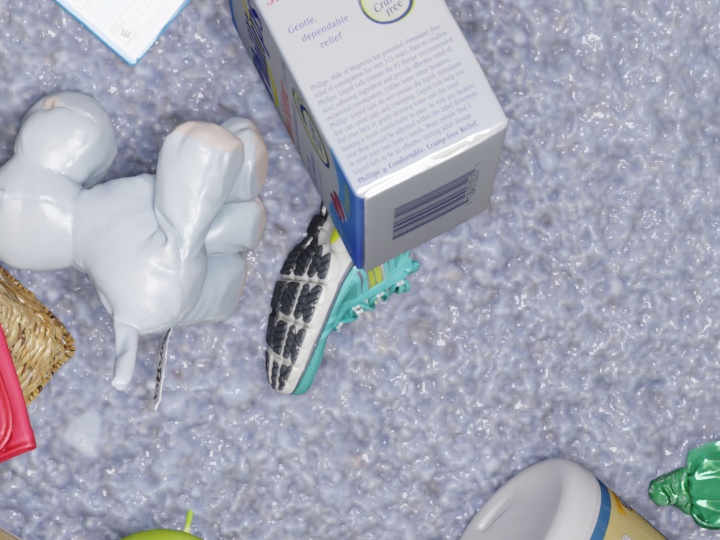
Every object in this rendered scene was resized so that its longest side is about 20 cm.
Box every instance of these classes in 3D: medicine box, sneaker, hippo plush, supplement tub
[{"bbox_3d":[-0.001,-0.126,1.285,0.103,0.182,0.201,-26,77,-6],"label":"medicine box"},{"bbox_3d":[0.000,0.000,1.403,0.079,0.077,0.201,27,94,-25],"label":"sneaker"},{"bbox_3d":[-0.163,-0.027,1.345,0.160,0.159,0.201,20,80,15],"label":"hippo plush"},{"bbox_3d":[0.170,0.244,1.450,0.200,0.145,0.145,41,90,-17],"label":"supplement tub"}]

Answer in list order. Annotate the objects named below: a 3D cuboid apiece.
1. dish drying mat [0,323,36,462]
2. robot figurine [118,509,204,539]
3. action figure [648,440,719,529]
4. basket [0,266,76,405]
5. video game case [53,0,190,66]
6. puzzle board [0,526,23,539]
[{"bbox_3d":[-0.261,0.028,1.259,0.076,0.018,0.201,-23,75,7],"label":"dish drying mat"},{"bbox_3d":[-0.142,0.261,1.369,0.115,0.176,0.201,16,104,-11],"label":"robot figurine"},{"bbox_3d":[0.308,0.149,1.509,0.199,0.055,0.119,-7,104,-4],"label":"action figure"},{"bbox_3d":[-0.314,0.063,1.349,0.143,0.149,0.200,42,90,16],"label":"basket"},{"bbox_3d":[-0.178,-0.251,1.340,0.200,0.018,0.143,40,91,-17],"label":"video game case"},{"bbox_3d":[-0.221,0.254,1.351,0.017,0.199,0.152,3,102,-45],"label":"puzzle board"}]
